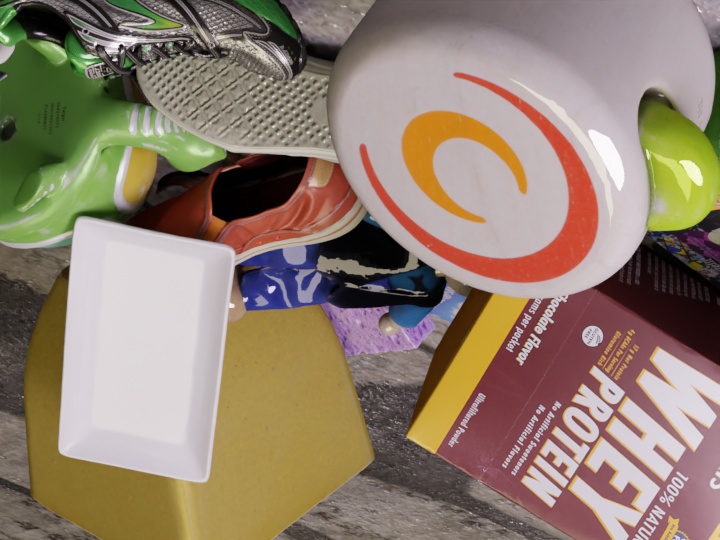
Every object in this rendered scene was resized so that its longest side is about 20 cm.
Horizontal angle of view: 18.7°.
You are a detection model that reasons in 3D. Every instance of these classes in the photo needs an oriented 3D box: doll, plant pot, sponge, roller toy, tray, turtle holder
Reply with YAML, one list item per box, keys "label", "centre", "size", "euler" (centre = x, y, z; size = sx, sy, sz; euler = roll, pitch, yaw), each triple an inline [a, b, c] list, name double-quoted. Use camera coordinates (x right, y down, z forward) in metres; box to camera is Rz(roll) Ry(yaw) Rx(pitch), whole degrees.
- label: "doll"
  centre: [0.000, 0.000, 1.457]
  size: [0.198, 0.049, 0.137]
  euler: [-3, 137, 20]
- label: "plant pot"
  centre: [-0.129, 0.074, 1.601]
  size: [0.195, 0.194, 0.202]
  euler: [23, 133, 37]
- label: "sponge"
  centre: [-0.033, 0.016, 1.612]
  size: [0.112, 0.030, 0.200]
  euler: [49, 155, -15]
- label: "roller toy"
  centre: [0.085, -0.094, 1.135]
  size: [0.200, 0.140, 0.182]
  euler: [44, 142, -11]
- label: "tray"
  centre: [-0.141, 0.051, 1.438]
  size: [0.106, 0.022, 0.201]
  euler: [12, 126, 3]
- label: "turtle holder"
  centre: [-0.187, -0.090, 1.424]
  size: [0.185, 0.142, 0.131]
  euler: [-34, 151, 21]

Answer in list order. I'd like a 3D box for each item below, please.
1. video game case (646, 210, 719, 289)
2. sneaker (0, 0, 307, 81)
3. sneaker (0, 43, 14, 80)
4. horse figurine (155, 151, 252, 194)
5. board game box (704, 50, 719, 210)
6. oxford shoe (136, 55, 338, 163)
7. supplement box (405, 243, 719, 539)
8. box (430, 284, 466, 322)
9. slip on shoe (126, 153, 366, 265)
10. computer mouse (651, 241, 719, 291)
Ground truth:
- label: "video game case"
  centre: [0.288, -0.021, 1.328]
  size: [0.180, 0.036, 0.199]
  euler: [-16, 143, 43]
- label: "sneaker"
  centre: [-0.128, -0.142, 1.284]
  size: [0.198, 0.086, 0.078]
  euler: [14, 159, 4]
- label: "sneaker"
  centre: [-0.276, -0.146, 1.351]
  size: [0.129, 0.080, 0.199]
  euler: [41, 148, 1]
- label: "horse figurine"
  centre: [-0.036, -0.060, 1.473]
  size: [0.198, 0.050, 0.133]
  euler: [-1, 149, 30]
- label: "board game box"
  centre: [0.178, -0.075, 1.208]
  size: [0.199, 0.096, 0.030]
  euler: [-7, 144, 47]
- label: "oxford shoe"
  centre: [-0.043, -0.104, 1.348]
  size: [0.198, 0.076, 0.058]
  euler: [13, -177, 10]
- label: "supplement box"
  centre: [0.153, 0.070, 1.311]
  size: [0.199, 0.133, 0.197]
  euler: [31, -165, 0]
- label: "box"
  centre: [0.131, 0.021, 1.555]
  size: [0.198, 0.048, 0.122]
  euler: [22, 158, -11]
- label: "slip on shoe"
  centre: [-0.089, -0.039, 1.417]
  size: [0.199, 0.075, 0.061]
  euler: [-15, 141, 30]
- label: "computer mouse"
  centre: [0.192, -0.024, 1.416]
  size: [0.199, 0.034, 0.058]
  euler: [26, 158, -22]
